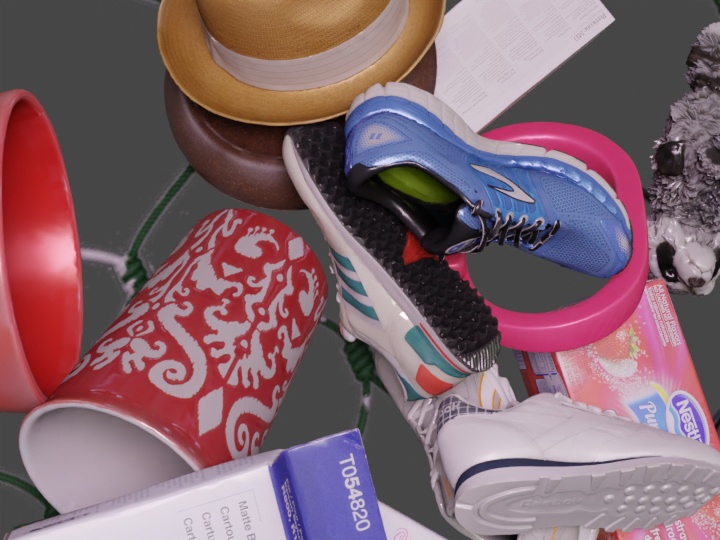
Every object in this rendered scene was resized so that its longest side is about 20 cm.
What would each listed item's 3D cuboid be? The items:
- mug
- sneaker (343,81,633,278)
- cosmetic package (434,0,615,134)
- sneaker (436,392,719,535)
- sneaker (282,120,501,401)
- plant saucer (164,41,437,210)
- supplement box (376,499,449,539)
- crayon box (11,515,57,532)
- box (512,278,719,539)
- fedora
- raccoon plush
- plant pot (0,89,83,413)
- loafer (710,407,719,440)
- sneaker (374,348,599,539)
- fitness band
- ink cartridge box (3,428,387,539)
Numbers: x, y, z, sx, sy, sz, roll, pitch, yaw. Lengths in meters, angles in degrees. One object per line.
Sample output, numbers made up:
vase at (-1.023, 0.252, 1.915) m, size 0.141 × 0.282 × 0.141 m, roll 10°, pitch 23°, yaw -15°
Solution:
mug at (-0.123, 0.063, 0.787) m, size 0.134 × 0.176 × 0.201 m, roll 65°, pitch 35°, yaw -31°
sneaker at (0.075, -0.035, 0.763) m, size 0.198 × 0.079 × 0.090 m, roll 22°, pitch 50°, yaw -8°
cosmetic package at (0.083, -0.149, 0.904) m, size 0.199 × 0.051 × 0.083 m, roll -39°, pitch 87°, yaw -10°
sneaker at (0.144, 0.114, 0.780) m, size 0.198 × 0.077 × 0.081 m, roll 6°, pitch 42°, yaw -21°
sneaker at (0.001, 0.000, 0.804) m, size 0.200 × 0.093 × 0.070 m, roll 52°, pitch 42°, yaw 3°
plant saucer at (-0.046, -0.143, 0.858) m, size 0.197 × 0.035 × 0.203 m, roll -2°, pitch 76°, yaw 9°
supplement box at (0.055, 0.238, 0.836) m, size 0.199 × 0.103 × 0.102 m, roll 31°, pitch 81°, yaw -6°
crayon box at (-0.150, 0.206, 0.754) m, size 0.124 × 0.200 × 0.052 m, roll -12°, pitch 108°, yaw -10°
box at (0.188, 0.117, 0.870) m, size 0.094 × 0.100 × 0.202 m, roll -18°, pitch 87°, yaw -10°
fedora at (-0.045, -0.188, 0.797) m, size 0.198 × 0.082 × 0.203 m, roll -5°, pitch 63°, yaw 10°
raccoon plush at (0.261, -0.072, 0.928) m, size 0.096 × 0.135 × 0.201 m, roll 23°, pitch 49°, yaw 9°
plant pot at (-0.281, -0.004, 0.773) m, size 0.175 × 0.200 × 0.203 m, roll -6°, pitch 85°, yaw 1°
loafer at (0.319, 0.082, 0.913) m, size 0.071 × 0.063 × 0.201 m, roll 33°, pitch 80°, yaw -5°
sneaker at (0.071, 0.119, 0.827) m, size 0.200 × 0.076 × 0.092 m, roll 46°, pitch 36°, yaw 21°
fitness band at (0.126, -0.028, 0.857) m, size 0.142 × 0.038 × 0.202 m, roll 0°, pitch 46°, yaw 7°
ink cartridge box at (-0.067, 0.206, 0.656) m, size 0.198 × 0.041 × 0.202 m, roll -16°, pitch 94°, yaw -10°
